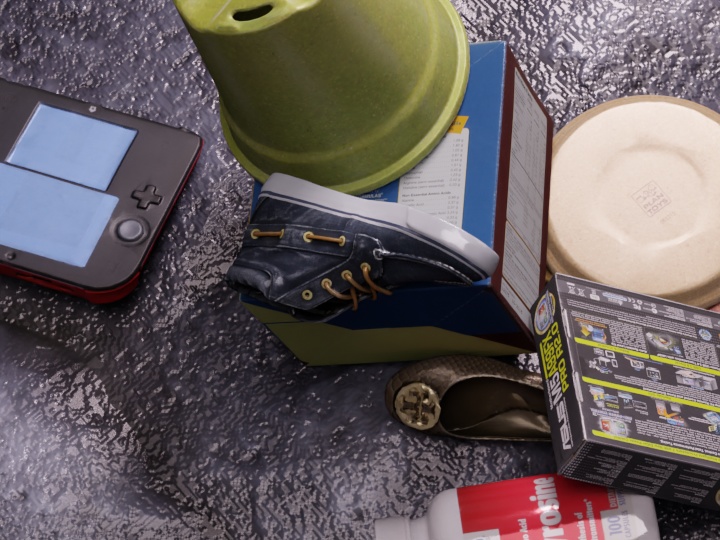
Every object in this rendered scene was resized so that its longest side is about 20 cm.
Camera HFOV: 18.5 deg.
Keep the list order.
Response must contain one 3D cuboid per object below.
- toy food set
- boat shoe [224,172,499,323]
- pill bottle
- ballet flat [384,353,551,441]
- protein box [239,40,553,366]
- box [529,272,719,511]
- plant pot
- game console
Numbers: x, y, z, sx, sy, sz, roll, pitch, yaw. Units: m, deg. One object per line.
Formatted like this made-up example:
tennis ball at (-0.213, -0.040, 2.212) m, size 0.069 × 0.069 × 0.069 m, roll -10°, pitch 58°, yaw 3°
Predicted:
toy food set at (0.227, -0.045, 1.729) m, size 0.198 × 0.049 × 0.200 m, roll 34°, pitch 73°, yaw 18°
boat shoe at (0.000, 0.000, 1.555) m, size 0.200 × 0.071 × 0.091 m, roll 16°, pitch 75°, yaw 34°
pill bottle at (0.114, 0.207, 1.593) m, size 0.199 × 0.112 × 0.113 m, roll -9°, pitch 65°, yaw 2°
ballet flat at (0.116, 0.105, 1.663) m, size 0.199 × 0.068 × 0.046 m, roll 6°, pitch 28°, yaw 4°
protein box at (0.032, -0.048, 1.679) m, size 0.198 × 0.135 × 0.201 m, roll -4°, pitch 65°, yaw 20°
box at (0.228, 0.093, 1.597) m, size 0.199 × 0.044 × 0.161 m, roll 13°, pitch 44°, yaw -20°
plant pot at (-0.044, -0.179, 1.584) m, size 0.200 × 0.184 × 0.201 m, roll -9°, pitch 63°, yaw 18°
game console at (-0.247, -0.068, 1.783) m, size 0.199 × 0.031 × 0.177 m, roll 17°, pitch 60°, yaw 11°
